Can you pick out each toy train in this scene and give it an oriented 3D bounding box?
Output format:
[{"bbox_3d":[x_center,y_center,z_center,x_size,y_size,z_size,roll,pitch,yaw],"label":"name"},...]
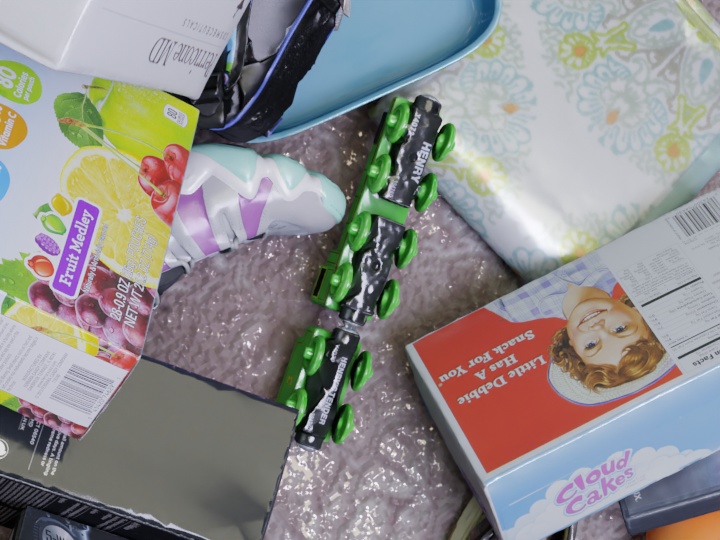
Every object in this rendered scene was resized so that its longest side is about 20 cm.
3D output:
[{"bbox_3d":[0.000,0.000,1.123,0.041,0.056,0.201,20,88,-20],"label":"toy train"}]

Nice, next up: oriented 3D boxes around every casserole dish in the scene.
[{"bbox_3d":[-0.015,-0.144,1.143,0.199,0.039,0.122,-25,80,-1],"label":"casserole dish"}]

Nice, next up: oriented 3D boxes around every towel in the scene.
[{"bbox_3d":[0.127,-0.095,1.196,0.171,0.048,0.200,44,73,-2],"label":"towel"}]

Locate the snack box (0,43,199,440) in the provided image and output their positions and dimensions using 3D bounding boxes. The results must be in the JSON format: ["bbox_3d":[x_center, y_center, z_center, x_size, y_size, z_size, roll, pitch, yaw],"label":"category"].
[{"bbox_3d":[-0.180,-0.043,0.892,0.199,0.068,0.169,25,39,-16],"label":"snack box"}]

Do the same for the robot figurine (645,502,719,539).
[{"bbox_3d":[0.238,0.131,1.154,0.200,0.116,0.144,-41,101,-19],"label":"robot figurine"}]

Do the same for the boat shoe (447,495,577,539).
[{"bbox_3d":[0.057,0.199,1.117,0.073,0.065,0.201,27,76,-12],"label":"boat shoe"}]

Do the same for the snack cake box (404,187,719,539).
[{"bbox_3d":[0.138,0.052,1.110,0.199,0.067,0.115,-26,46,-4],"label":"snack cake box"}]

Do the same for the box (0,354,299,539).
[{"bbox_3d":[-0.125,0.092,1.012,0.140,0.200,0.079,23,74,-11],"label":"box"}]

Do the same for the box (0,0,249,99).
[{"bbox_3d":[-0.147,-0.181,0.896,0.199,0.199,0.131,31,97,9],"label":"box"}]

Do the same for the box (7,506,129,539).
[{"bbox_3d":[-0.122,0.220,1.006,0.159,0.201,0.044,19,34,-11],"label":"box"}]

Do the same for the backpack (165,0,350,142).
[{"bbox_3d":[-0.075,-0.187,1.052,0.182,0.134,0.201,32,94,11],"label":"backpack"}]

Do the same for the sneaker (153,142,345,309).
[{"bbox_3d":[-0.110,0.003,1.102,0.198,0.078,0.141,6,81,-5],"label":"sneaker"}]

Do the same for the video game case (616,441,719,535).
[{"bbox_3d":[0.225,0.058,1.133,0.198,0.019,0.144,-17,45,5],"label":"video game case"}]
